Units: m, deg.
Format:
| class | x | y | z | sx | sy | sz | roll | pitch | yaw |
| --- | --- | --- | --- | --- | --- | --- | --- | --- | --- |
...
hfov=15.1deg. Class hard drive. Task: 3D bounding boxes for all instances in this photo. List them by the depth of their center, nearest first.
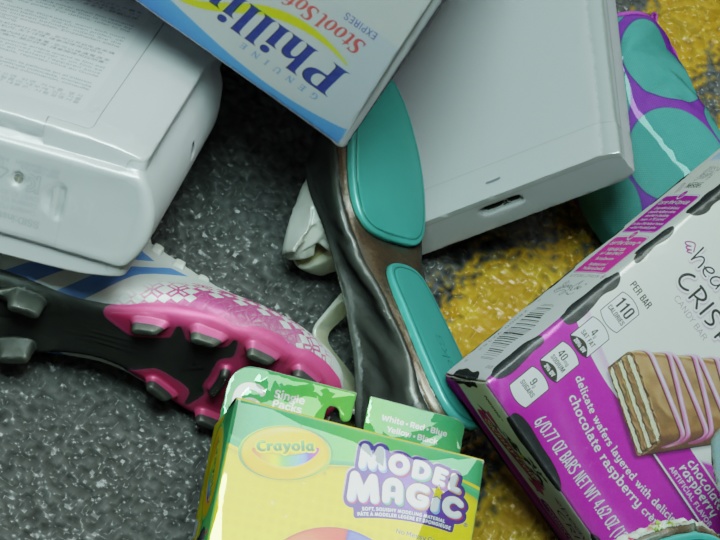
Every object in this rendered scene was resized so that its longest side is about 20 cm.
| class | x | y | z | sx | sy | sz | roll | pitch | yaw |
| --- | --- | --- | --- | --- | --- | --- | --- | --- | --- |
| hard drive | 0.065 | -0.111 | 1.341 | 0.026 | 0.131 | 0.201 | 43 | 35 | -46 |

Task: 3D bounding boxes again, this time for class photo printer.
| class | x | y | z | sx | sy | sz | roll | pitch | yaw |
| --- | --- | --- | --- | --- | --- | --- | --- | --- | --- |
| photo printer | -0.152 | -0.077 | 1.222 | 0.165 | 0.070 | 0.200 | 15 | 24 | 2 |

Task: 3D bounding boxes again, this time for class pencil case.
| class | x | y | z | sx | sy | sz | roll | pitch | yaw |
| --- | --- | --- | --- | --- | --- | --- | --- | --- | --- |
| pencil case | 0.163 | -0.033 | 1.336 | 0.092 | 0.085 | 0.201 | -28 | 68 | -16 |

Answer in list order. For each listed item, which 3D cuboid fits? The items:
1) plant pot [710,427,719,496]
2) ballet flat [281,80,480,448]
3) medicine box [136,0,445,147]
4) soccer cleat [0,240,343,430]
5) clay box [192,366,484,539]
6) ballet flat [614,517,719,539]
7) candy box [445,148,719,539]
| class | x | y | z | sx | sy | sz | roll | pitch | yaw |
| --- | --- | --- | --- | --- | --- | --- | --- | --- | --- |
| plant pot | 0.297 | 0.138 | 1.134 | 0.200 | 0.195 | 0.198 | 21 | 49 | -52 |
| ballet flat | 0.000 | 0.000 | 1.260 | 0.068 | 0.068 | 0.201 | 26 | 44 | -51 |
| medicine box | -0.033 | -0.180 | 1.247 | 0.182 | 0.103 | 0.200 | 35 | 29 | -2 |
| soccer cleat | -0.099 | 0.010 | 1.220 | 0.199 | 0.070 | 0.087 | 16 | 46 | -10 |
| clay box | -0.017 | 0.140 | 1.140 | 0.114 | 0.048 | 0.201 | 14 | 69 | -10 |
| ballet flat | 0.073 | 0.169 | 1.103 | 0.200 | 0.064 | 0.076 | -42 | 114 | -31 |
| candy box | 0.157 | 0.040 | 1.214 | 0.200 | 0.061 | 0.137 | -39 | 102 | -13 |
